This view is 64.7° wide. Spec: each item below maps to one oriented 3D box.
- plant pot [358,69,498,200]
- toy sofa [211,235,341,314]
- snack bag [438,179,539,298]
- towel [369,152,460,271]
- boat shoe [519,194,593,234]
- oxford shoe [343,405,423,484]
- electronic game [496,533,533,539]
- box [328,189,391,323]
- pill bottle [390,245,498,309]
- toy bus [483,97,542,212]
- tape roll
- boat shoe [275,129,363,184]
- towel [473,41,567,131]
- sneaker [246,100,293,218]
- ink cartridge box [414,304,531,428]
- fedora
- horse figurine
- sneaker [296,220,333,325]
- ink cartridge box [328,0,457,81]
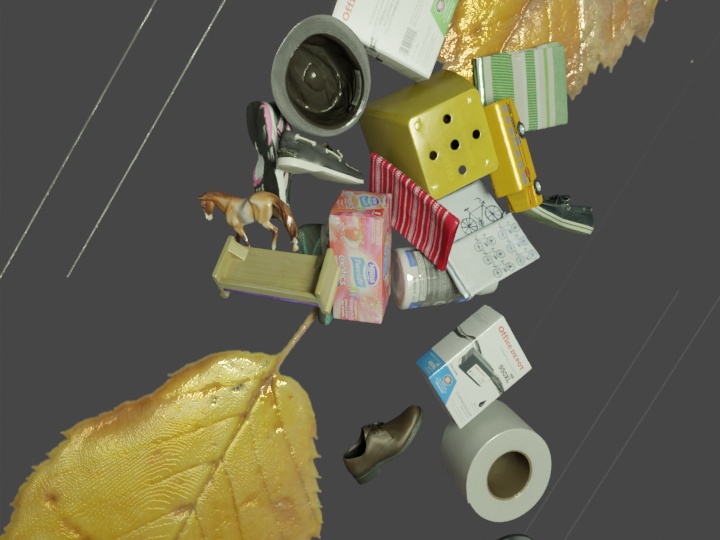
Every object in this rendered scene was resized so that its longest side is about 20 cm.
[{"bbox_3d":[0.132,-0.223,0.997,0.195,0.176,0.206,-25,109,-9],"label":"plant pot"},{"bbox_3d":[-0.132,0.015,0.927,0.192,0.099,0.085,8,58,14],"label":"toy sofa"},{"bbox_3d":[0.215,-0.070,1.064,0.184,0.022,0.204,-23,71,-23],"label":"snack bag"},{"bbox_3d":[0.085,-0.099,0.985,0.022,0.146,0.199,-39,68,-23],"label":"towel"},{"bbox_3d":[0.395,-0.124,1.153,0.193,0.074,0.065,13,92,-21],"label":"boat shoe"},{"bbox_3d":[0.046,0.341,1.159,0.199,0.073,0.085,-42,108,-3],"label":"oxford shoe"},{"bbox_3d":[0.352,0.723,1.352,0.192,0.042,0.209,-3,102,-16],"label":"electronic game"},{"bbox_3d":[0.002,-0.023,0.991,0.091,0.104,0.207,5,120,11],"label":"box"},{"bbox_3d":[0.159,0.006,1.091,0.192,0.114,0.119,-6,105,-14],"label":"pill bottle"},{"bbox_3d":[0.273,-0.208,1.054,0.077,0.064,0.207,-28,103,-45],"label":"toy bus"},{"bbox_3d":[0.283,0.397,1.205,0.195,0.139,0.211,-4,104,-14],"label":"tape roll"},{"bbox_3d":[-0.064,-0.189,0.977,0.196,0.072,0.063,6,89,-46],"label":"boat shoe"},{"bbox_3d":[0.312,-0.348,1.102,0.193,0.023,0.158,-14,107,-14],"label":"towel"},{"bbox_3d":[-0.134,-0.190,0.983,0.085,0.079,0.207,-23,124,-39],"label":"sneaker"},{"bbox_3d":[0.233,0.195,1.172,0.198,0.084,0.147,-37,110,-5],"label":"ink cartridge box"},{"bbox_3d":[-0.075,-0.324,0.948,0.197,0.090,0.180,27,99,-41],"label":"fedora"},{"bbox_3d":[-0.179,-0.084,0.967,0.050,0.194,0.137,-39,117,-52],"label":"horse figurine"},{"bbox_3d":[-0.080,0.002,1.052,0.088,0.078,0.207,7,114,14],"label":"sneaker"},{"bbox_3d":[0.050,-0.439,0.971,0.194,0.084,0.151,21,97,-18],"label":"ink cartridge box"}]
